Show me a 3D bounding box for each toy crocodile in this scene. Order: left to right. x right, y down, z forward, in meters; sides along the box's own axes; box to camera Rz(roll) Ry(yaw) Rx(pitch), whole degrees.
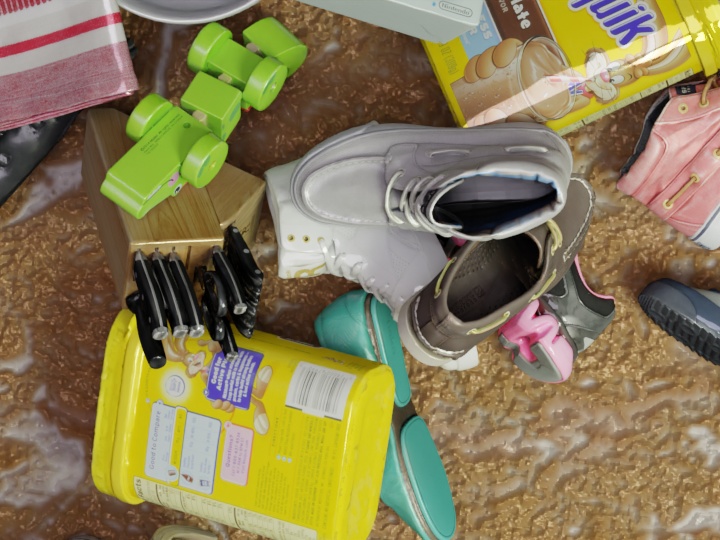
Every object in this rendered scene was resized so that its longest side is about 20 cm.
[{"bbox_3d":[-0.110,-0.111,1.408,0.067,0.062,0.200,30,61,13],"label":"toy crocodile"}]

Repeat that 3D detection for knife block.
[{"bbox_3d":[-0.151,-0.017,1.393,0.199,0.176,0.064,26,131,14],"label":"knife block"}]

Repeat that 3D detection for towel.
[{"bbox_3d":[-0.245,-0.206,1.399,0.143,0.023,0.202,-13,94,19],"label":"towel"}]

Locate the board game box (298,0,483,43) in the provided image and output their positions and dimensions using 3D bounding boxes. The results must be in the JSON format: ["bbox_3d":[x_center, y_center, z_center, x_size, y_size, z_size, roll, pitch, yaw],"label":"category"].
[{"bbox_3d":[0.019,-0.270,1.311,0.146,0.064,0.202,14,79,-20],"label":"board game box"}]

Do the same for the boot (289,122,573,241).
[{"bbox_3d":[0.044,-0.058,1.336,0.198,0.096,0.074,-9,108,9],"label":"boot"}]

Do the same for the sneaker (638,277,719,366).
[{"bbox_3d":[0.303,0.041,1.446,0.199,0.070,0.083,27,78,1],"label":"sneaker"}]

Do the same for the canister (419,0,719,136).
[{"bbox_3d":[0.148,-0.175,1.402,0.199,0.087,0.150,-25,77,9],"label":"canister"}]

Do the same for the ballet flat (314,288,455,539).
[{"bbox_3d":[0.013,0.114,1.476,0.070,0.067,0.202,-15,94,25],"label":"ballet flat"}]

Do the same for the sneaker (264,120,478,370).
[{"bbox_3d":[0.000,0.000,1.421,0.115,0.074,0.201,-22,69,-11],"label":"sneaker"}]

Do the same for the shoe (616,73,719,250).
[{"bbox_3d":[0.268,-0.120,1.417,0.091,0.072,0.201,31,102,-4],"label":"shoe"}]

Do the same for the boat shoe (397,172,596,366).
[{"bbox_3d":[0.106,-0.009,1.373,0.200,0.059,0.072,-40,90,-33],"label":"boat shoe"}]

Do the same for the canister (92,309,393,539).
[{"bbox_3d":[-0.084,0.114,1.429,0.198,0.086,0.150,14,103,22],"label":"canister"}]

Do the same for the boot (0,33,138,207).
[{"bbox_3d":[-0.284,-0.144,1.468,0.200,0.066,0.165,-45,77,19],"label":"boot"}]

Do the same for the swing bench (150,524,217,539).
[{"bbox_3d":[-0.121,0.314,1.451,0.199,0.130,0.200,30,98,-14],"label":"swing bench"}]

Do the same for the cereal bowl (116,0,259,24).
[{"bbox_3d":[-0.123,-0.278,1.423,0.198,0.083,0.202,0,96,4],"label":"cereal bowl"}]

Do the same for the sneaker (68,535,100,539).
[{"bbox_3d":[-0.242,0.307,1.490,0.072,0.114,0.202,12,99,1],"label":"sneaker"}]

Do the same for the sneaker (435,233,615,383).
[{"bbox_3d":[0.114,-0.019,1.452,0.095,0.079,0.201,-36,91,-17],"label":"sneaker"}]
